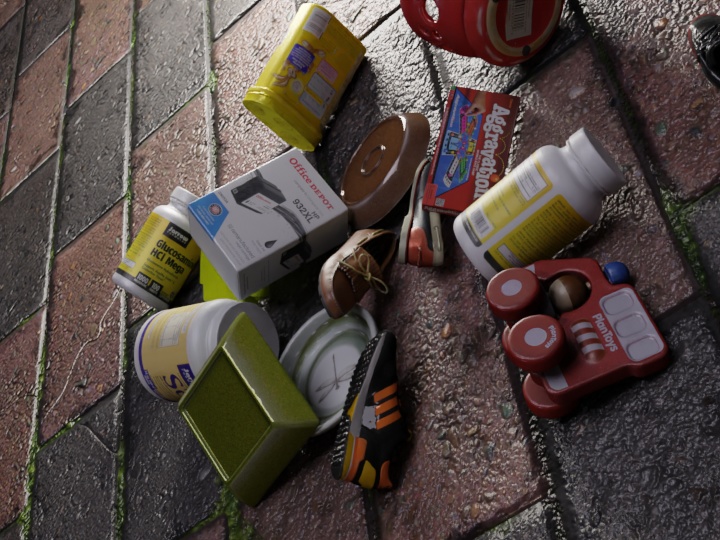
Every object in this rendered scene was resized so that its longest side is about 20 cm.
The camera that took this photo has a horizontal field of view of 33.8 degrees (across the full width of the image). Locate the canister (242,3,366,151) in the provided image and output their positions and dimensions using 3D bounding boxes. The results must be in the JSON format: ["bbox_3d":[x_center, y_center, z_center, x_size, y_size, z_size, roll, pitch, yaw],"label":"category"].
[{"bbox_3d":[-0.089,-0.325,1.987,0.086,0.148,0.201,12,69,52],"label":"canister"}]

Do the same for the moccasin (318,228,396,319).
[{"bbox_3d":[0.001,0.002,1.651,0.077,0.074,0.201,-14,16,29],"label":"moccasin"}]

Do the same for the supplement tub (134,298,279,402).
[{"bbox_3d":[-0.233,0.121,1.796,0.199,0.145,0.147,-12,54,44],"label":"supplement tub"}]

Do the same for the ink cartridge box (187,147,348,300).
[{"bbox_3d":[-0.137,-0.072,1.775,0.199,0.084,0.145,-30,63,-21],"label":"ink cartridge box"}]

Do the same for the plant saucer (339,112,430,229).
[{"bbox_3d":[0.028,-0.158,1.785,0.200,0.034,0.202,-42,31,32],"label":"plant saucer"}]

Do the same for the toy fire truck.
[{"bbox_3d":[0.244,0.061,1.357,0.166,0.113,0.201,-21,43,3],"label":"toy fire truck"}]

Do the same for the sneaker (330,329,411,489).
[{"bbox_3d":[0.028,0.180,1.510,0.070,0.089,0.202,141,147,-69],"label":"sneaker"}]

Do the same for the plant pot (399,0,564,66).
[{"bbox_3d":[0.184,-0.400,1.703,0.201,0.200,0.182,-54,44,0],"label":"plant pot"}]

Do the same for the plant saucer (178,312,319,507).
[{"bbox_3d":[-0.171,0.196,1.631,0.201,0.048,0.200,53,125,23],"label":"plant saucer"}]

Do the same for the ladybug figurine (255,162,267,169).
[{"bbox_3d":[-0.140,-0.092,1.921,0.136,0.072,0.201,-41,38,19],"label":"ladybug figurine"}]

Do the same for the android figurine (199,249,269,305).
[{"bbox_3d":[-0.205,-0.008,1.879,0.181,0.041,0.203,8,99,52],"label":"android figurine"}]

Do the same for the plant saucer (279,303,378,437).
[{"bbox_3d":[-0.039,0.144,1.640,0.199,0.050,0.202,-28,44,31],"label":"plant saucer"}]

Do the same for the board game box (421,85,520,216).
[{"bbox_3d":[0.154,-0.163,1.640,0.102,0.020,0.202,11,63,8],"label":"board game box"}]

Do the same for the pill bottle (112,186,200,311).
[{"bbox_3d":[-0.337,-0.039,2.067,0.112,0.112,0.201,22,80,53],"label":"pill bottle"}]

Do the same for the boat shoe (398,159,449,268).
[{"bbox_3d":[0.097,-0.079,1.653,0.062,0.072,0.201,5,43,9],"label":"boat shoe"}]

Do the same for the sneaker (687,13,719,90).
[{"bbox_3d":[0.430,-0.256,1.387,0.071,0.098,0.201,-41,37,20],"label":"sneaker"}]

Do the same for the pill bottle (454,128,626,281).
[{"bbox_3d":[0.221,-0.078,1.455,0.200,0.112,0.113,-39,39,19],"label":"pill bottle"}]
